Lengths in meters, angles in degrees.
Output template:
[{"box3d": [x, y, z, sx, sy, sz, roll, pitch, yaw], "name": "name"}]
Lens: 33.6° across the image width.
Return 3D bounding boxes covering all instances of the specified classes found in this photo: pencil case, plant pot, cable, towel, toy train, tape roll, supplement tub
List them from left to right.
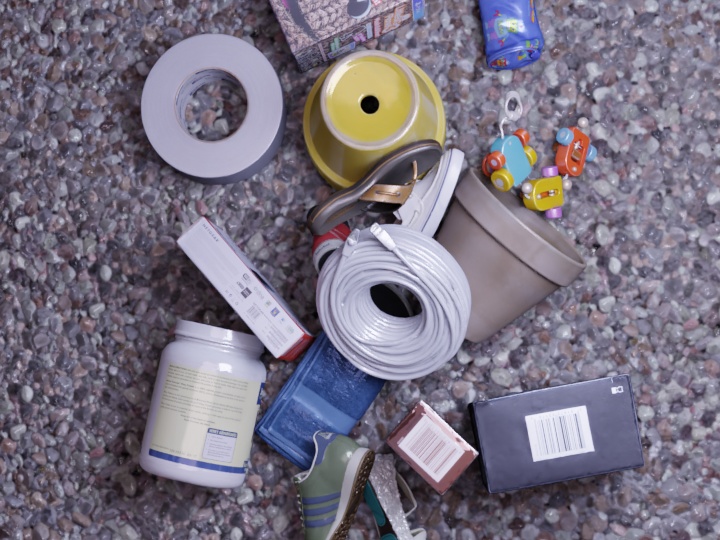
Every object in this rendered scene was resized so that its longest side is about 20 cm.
[{"box3d": [-0.205, 0.176, 1.584, 0.143, 0.145, 0.202, 12, 85, 4], "name": "supplement tub"}, {"box3d": [-0.202, -0.223, 1.664, 0.198, 0.066, 0.203, 0, 85, 3], "name": "tape roll"}, {"box3d": [-0.046, 0.169, 1.608, 0.111, 0.049, 0.201, 36, 98, 5], "name": "towel"}, {"box3d": [0.016, -0.204, 1.589, 0.198, 0.189, 0.204, 0, 85, 4], "name": "plant pot"}, {"box3d": [0.040, 0.041, 1.504, 0.199, 0.069, 0.200, 35, 125, -6], "name": "cable"}, {"box3d": [0.170, -0.005, 1.574, 0.199, 0.200, 0.174, 39, 104, 6], "name": "plant pot"}, {"box3d": [0.206, -0.381, 1.650, 0.086, 0.078, 0.203, -8, 84, 25], "name": "pencil case"}, {"box3d": [0.231, -0.154, 1.596, 0.055, 0.199, 0.152, 3, 76, 48], "name": "toy train"}]

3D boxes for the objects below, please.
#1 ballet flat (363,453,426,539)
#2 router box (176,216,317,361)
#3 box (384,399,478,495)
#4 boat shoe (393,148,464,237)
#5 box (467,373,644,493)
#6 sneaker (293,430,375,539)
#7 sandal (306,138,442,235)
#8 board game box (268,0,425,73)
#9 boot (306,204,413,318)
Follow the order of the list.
[{"box3d": [0.053, 0.338, 1.595, 0.071, 0.072, 0.202, -20, 84, 1], "name": "ballet flat"}, {"box3d": [-0.146, 0.029, 1.578, 0.049, 0.180, 0.200, -41, 84, -1], "name": "router box"}, {"box3d": [0.091, 0.225, 1.534, 0.100, 0.200, 0.075, 42, 85, 6], "name": "box"}, {"box3d": [0.073, -0.083, 1.594, 0.069, 0.071, 0.201, 23, 125, -4], "name": "boat shoe"}, {"box3d": [0.244, 0.208, 1.527, 0.194, 0.200, 0.119, -10, 83, 3], "name": "box"}, {"box3d": [-0.051, 0.301, 1.586, 0.089, 0.067, 0.202, 28, 114, 20], "name": "sneaker"}, {"box3d": [0.024, -0.096, 1.524, 0.199, 0.082, 0.055, -32, 71, -4], "name": "sandal"}, {"box3d": [-0.031, -0.397, 1.656, 0.198, 0.097, 0.161, -25, 83, 1], "name": "board game box"}, {"box3d": [0.000, 0.000, 1.629, 0.072, 0.145, 0.200, -35, 121, 11], "name": "boot"}]
